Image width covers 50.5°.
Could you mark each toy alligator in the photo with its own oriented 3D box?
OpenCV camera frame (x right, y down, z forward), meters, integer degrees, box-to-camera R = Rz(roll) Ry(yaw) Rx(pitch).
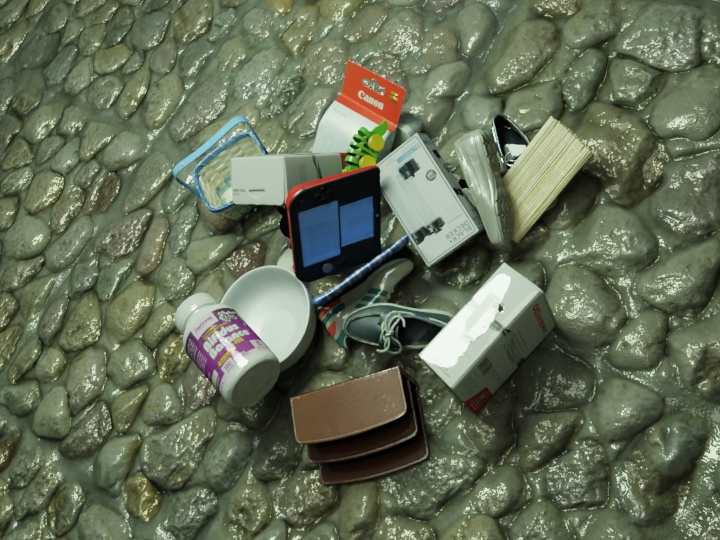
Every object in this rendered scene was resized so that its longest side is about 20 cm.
[{"bbox_3d":[-0.008,-0.189,1.383,0.203,0.054,0.059,-67,20,-7],"label":"toy alligator"}]

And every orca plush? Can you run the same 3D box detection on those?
[{"bbox_3d":[-0.123,-0.107,1.431,0.105,0.071,0.200,-48,23,2],"label":"orca plush"}]

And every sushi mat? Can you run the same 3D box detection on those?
[{"bbox_3d":[0.298,-0.154,1.303,0.096,0.012,0.201,44,111,17],"label":"sushi mat"}]

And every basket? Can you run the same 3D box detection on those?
[{"bbox_3d":[-0.255,-0.200,1.511,0.175,0.200,0.140,-36,58,5],"label":"basket"}]

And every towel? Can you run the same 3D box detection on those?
[{"bbox_3d":[0.000,0.000,1.344,0.199,0.145,0.024,-36,88,0],"label":"towel"}]

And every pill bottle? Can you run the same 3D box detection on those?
[{"bbox_3d":[-0.234,0.130,1.309,0.113,0.112,0.200,-47,59,-3],"label":"pill bottle"}]

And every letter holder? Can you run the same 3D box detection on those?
[{"bbox_3d":[0.000,0.261,1.252,0.197,0.101,0.145,-18,63,15],"label":"letter holder"}]

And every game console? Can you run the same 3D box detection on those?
[{"bbox_3d":[-0.042,-0.078,1.337,0.174,0.203,0.031,-16,43,-16],"label":"game console"}]

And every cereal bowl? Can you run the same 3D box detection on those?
[{"bbox_3d":[-0.164,0.099,1.406,0.196,0.083,0.204,-9,64,20],"label":"cereal bowl"}]

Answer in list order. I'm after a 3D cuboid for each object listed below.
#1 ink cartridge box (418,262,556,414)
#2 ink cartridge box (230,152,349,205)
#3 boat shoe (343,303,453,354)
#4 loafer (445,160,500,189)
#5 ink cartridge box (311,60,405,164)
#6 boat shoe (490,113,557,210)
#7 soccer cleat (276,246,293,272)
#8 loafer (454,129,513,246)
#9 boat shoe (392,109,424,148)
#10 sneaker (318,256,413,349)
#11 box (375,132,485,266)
[{"bbox_3d":[0.204,0.109,1.203,0.200,0.147,0.083,-46,56,-3],"label":"ink cartridge box"},{"bbox_3d":[-0.121,-0.173,1.414,0.145,0.198,0.085,5,102,38],"label":"ink cartridge box"},{"bbox_3d":[0.066,0.101,1.282,0.196,0.062,0.077,6,102,6],"label":"boat shoe"},{"bbox_3d":[0.157,-0.152,1.378,0.196,0.076,0.071,-16,48,16],"label":"loafer"},{"bbox_3d":[-0.007,-0.277,1.463,0.159,0.047,0.203,35,123,31],"label":"ink cartridge box"},{"bbox_3d":[0.287,-0.195,1.353,0.074,0.062,0.203,-23,60,10],"label":"boat shoe"},{"bbox_3d":[-0.081,-0.056,1.443,0.198,0.078,0.070,-29,59,10],"label":"soccer cleat"},{"bbox_3d":[0.210,-0.137,1.309,0.069,0.069,0.204,-17,82,38],"label":"loafer"},{"bbox_3d":[0.040,-0.294,1.512,0.199,0.071,0.071,23,54,35],"label":"boat shoe"},{"bbox_3d":[0.025,0.062,1.360,0.198,0.070,0.094,-35,76,3],"label":"sneaker"},{"bbox_3d":[0.118,-0.124,1.336,0.116,0.060,0.202,-33,84,22],"label":"box"}]
